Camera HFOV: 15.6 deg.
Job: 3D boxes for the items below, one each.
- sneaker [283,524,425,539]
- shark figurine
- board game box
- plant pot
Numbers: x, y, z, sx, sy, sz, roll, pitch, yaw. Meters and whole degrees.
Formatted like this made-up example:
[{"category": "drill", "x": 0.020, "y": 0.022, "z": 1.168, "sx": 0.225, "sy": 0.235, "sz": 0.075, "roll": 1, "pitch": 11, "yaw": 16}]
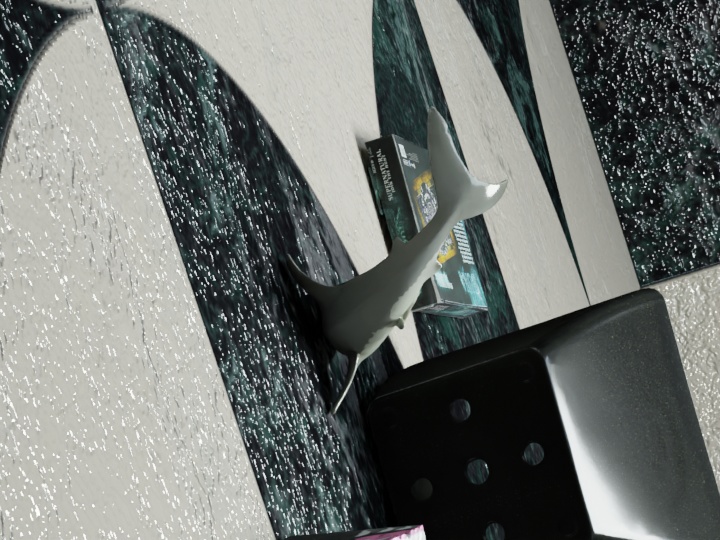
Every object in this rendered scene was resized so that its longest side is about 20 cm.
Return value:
[{"category": "sneaker", "x": -0.015, "y": 0.193, "z": 1.421, "sx": 0.200, "sy": 0.080, "sz": 0.087, "roll": -19, "pitch": 104, "yaw": -70}, {"category": "shark figurine", "x": 0.001, "y": 0.000, "z": 1.652, "sx": 0.089, "sy": 0.215, "sz": 0.128, "roll": 35, "pitch": 52, "yaw": -2}, {"category": "board game box", "x": 0.053, "y": -0.032, "z": 2.075, "sx": 0.200, "sy": 0.028, "sz": 0.136, "roll": 12, "pitch": 62, "yaw": -76}, {"category": "plant pot", "x": 0.112, "y": 0.133, "z": 1.786, "sx": 0.177, "sy": 0.199, "sz": 0.201, "roll": 3, "pitch": 70, "yaw": -63}]
